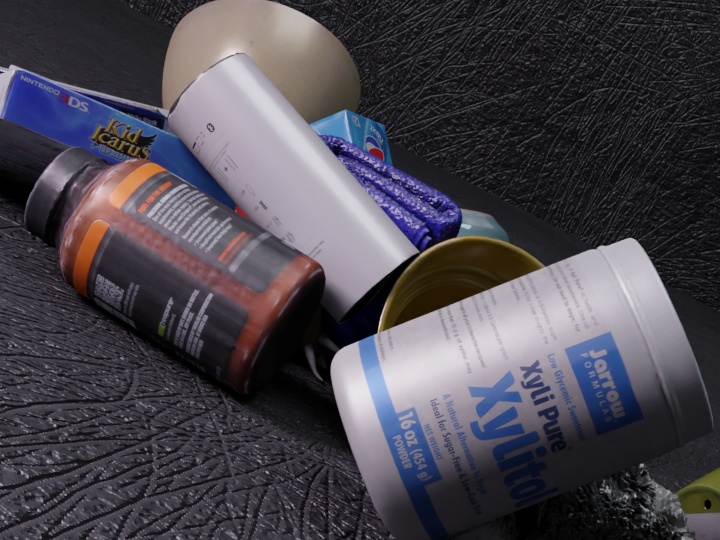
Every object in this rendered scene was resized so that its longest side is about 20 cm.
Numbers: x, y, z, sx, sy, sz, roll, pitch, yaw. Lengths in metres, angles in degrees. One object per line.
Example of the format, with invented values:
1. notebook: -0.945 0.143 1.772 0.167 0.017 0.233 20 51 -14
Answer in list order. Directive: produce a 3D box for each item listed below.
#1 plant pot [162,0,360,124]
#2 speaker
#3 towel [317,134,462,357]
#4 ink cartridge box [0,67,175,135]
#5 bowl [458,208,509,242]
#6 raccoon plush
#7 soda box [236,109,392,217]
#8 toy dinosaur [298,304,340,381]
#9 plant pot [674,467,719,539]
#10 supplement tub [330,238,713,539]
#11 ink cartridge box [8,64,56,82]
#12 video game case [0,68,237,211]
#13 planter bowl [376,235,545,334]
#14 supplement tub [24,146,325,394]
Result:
1. plant pot: -0.110 -0.147 1.325 0.200 0.200 0.135 26 52 -16
2. speaker: -0.049 -0.058 0.979 0.200 0.081 0.081 49 13 8
3. towel: 0.000 0.000 1.072 0.147 0.200 0.050 29 48 19
4. ink cartridge box: -0.250 -0.137 1.135 0.199 0.041 0.200 15 5 1
5. bowl: 0.060 -0.006 1.248 0.200 0.105 0.201 6 -1 0
6. raccoon plush: 0.145 0.188 0.906 0.200 0.097 0.134 -32 89 -35
7. soda box: -0.072 -0.071 1.173 0.068 0.200 0.064 12 62 -58
8. toy dinosaur: -0.098 0.005 1.046 0.200 0.077 0.102 27 3 -30
9. plant pot: 0.329 0.210 1.023 0.199 0.188 0.187 4 22 -32
10. supplement tub: 0.094 0.074 0.812 0.132 0.199 0.132 -22 90 -85
11. ink cartridge box: -0.235 -0.138 1.344 0.173 0.044 0.200 23 3 20
12. video game case: -0.220 -0.091 1.053 0.200 0.046 0.181 23 -15 -34
13. planter bowl: 0.075 0.081 1.005 0.200 0.201 0.083 25 -25 -25
14. supplement tub: -0.131 -0.007 0.927 0.200 0.107 0.107 32 10 9
